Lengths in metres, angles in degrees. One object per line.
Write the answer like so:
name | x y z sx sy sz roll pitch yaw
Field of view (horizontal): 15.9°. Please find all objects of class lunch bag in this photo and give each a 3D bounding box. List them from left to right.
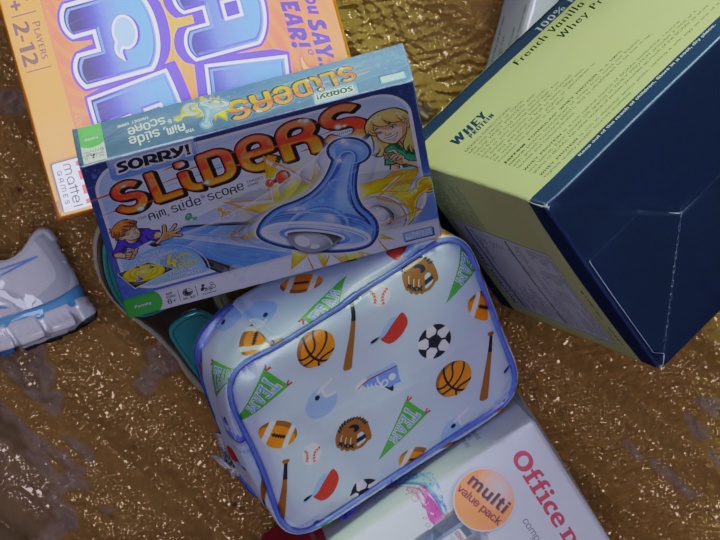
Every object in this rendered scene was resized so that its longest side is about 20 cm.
lunch bag | -0.005 0.067 1.615 0.199 0.076 0.161 -30 125 -13

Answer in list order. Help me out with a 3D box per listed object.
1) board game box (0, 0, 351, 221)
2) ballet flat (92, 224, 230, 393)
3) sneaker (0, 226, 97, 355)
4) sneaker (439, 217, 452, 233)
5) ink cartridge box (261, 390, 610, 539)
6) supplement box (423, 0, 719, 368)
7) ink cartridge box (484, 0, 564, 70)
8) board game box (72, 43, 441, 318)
board game box | -0.116 -0.157 1.630 0.198 0.200 0.201 -15 94 -1
ballet flat | -0.122 0.009 1.664 0.069 0.070 0.200 -28 136 0
sneaker | -0.280 0.028 1.708 0.199 0.075 0.087 -20 87 -8
sneaker | 0.000 0.000 1.671 0.200 0.082 0.074 -38 66 -25
ink cartridge box | 0.059 0.192 1.683 0.199 0.145 0.146 -34 99 -1
supplement box | 0.166 -0.072 1.594 0.200 0.200 0.135 -43 115 -13
ink cartridge box | 0.179 -0.165 1.719 0.172 0.043 0.202 14 93 -28
board game box | -0.058 -0.051 1.526 0.198 0.035 0.136 -15 137 -1
